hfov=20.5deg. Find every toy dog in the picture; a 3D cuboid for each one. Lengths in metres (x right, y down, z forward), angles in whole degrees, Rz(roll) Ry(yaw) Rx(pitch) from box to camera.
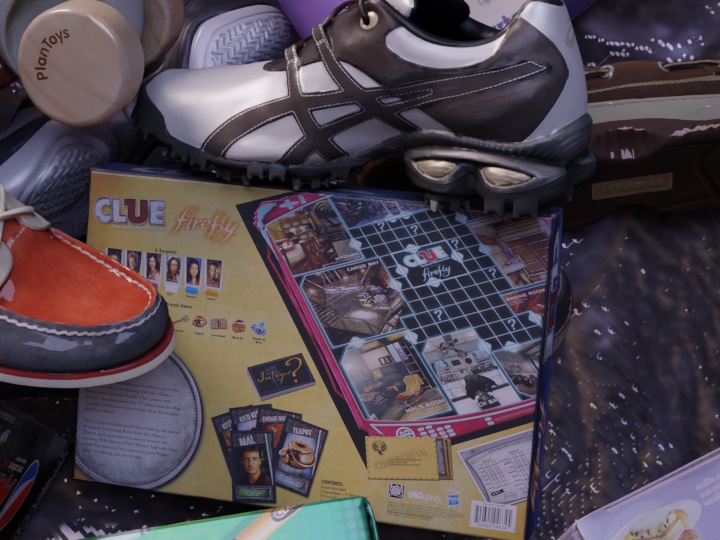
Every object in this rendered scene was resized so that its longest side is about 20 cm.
[{"bbox_3d":[-0.150,-0.147,0.822,0.096,0.132,0.202,-19,84,17],"label":"toy dog"}]

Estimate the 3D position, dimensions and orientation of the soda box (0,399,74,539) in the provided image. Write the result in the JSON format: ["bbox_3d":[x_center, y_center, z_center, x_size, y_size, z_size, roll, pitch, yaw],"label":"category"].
[{"bbox_3d":[-0.169,0.069,0.770,0.070,0.200,0.064,28,81,5],"label":"soda box"}]

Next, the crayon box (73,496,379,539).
[{"bbox_3d":[-0.094,0.142,0.795,0.198,0.119,0.059,-8,75,-9],"label":"crayon box"}]

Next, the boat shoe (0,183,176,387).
[{"bbox_3d":[-0.166,-0.010,0.807,0.198,0.063,0.071,18,35,16],"label":"boat shoe"}]

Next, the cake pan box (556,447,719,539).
[{"bbox_3d":[0.159,0.100,0.809,0.199,0.184,0.053,-24,77,-16],"label":"cake pan box"}]

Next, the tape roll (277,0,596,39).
[{"bbox_3d":[0.051,-0.166,0.892,0.199,0.200,0.085,-28,75,-16],"label":"tape roll"}]

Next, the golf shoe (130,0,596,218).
[{"bbox_3d":[0.000,-0.081,0.807,0.198,0.078,0.095,7,110,19],"label":"golf shoe"}]

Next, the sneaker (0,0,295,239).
[{"bbox_3d":[-0.135,-0.087,0.911,0.199,0.076,0.114,-34,72,-20],"label":"sneaker"}]

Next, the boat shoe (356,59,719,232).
[{"bbox_3d":[0.095,-0.064,0.937,0.200,0.075,0.075,-2,45,-6],"label":"boat shoe"}]

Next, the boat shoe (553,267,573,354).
[{"bbox_3d":[0.000,0.000,0.889,0.198,0.073,0.075,2,68,-6],"label":"boat shoe"}]

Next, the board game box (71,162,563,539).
[{"bbox_3d":[-0.019,0.032,0.834,0.198,0.035,0.137,7,98,13],"label":"board game box"}]
